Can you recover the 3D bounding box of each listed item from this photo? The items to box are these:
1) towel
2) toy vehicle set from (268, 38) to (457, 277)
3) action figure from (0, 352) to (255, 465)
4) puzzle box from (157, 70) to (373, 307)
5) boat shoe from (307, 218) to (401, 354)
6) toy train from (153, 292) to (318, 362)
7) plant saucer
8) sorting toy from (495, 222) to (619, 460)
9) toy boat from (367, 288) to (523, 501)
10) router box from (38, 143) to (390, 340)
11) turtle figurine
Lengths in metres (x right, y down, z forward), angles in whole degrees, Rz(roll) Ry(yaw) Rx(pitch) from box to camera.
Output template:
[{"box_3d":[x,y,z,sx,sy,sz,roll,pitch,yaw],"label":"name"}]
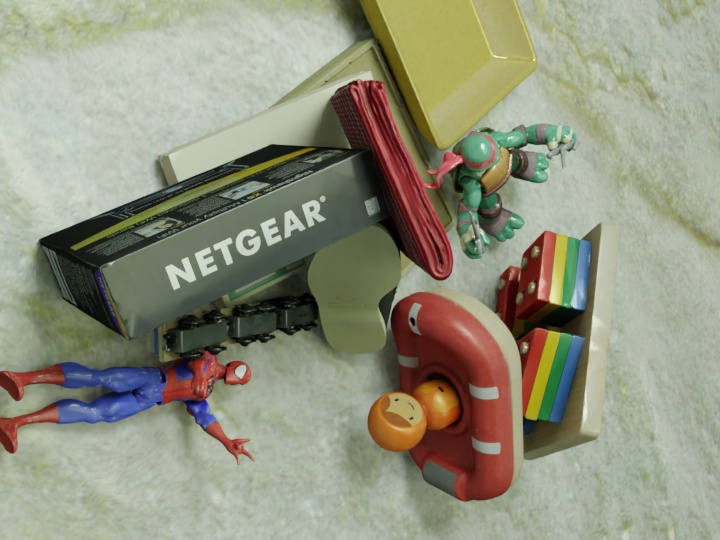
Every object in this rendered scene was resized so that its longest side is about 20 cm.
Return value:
[{"box_3d":[0.020,-0.071,0.728,0.022,0.200,0.145,-24,100,-2],"label":"towel"},{"box_3d":[0.008,-0.093,0.902,0.124,0.026,0.200,-43,117,-34],"label":"toy vehicle set"},{"box_3d":[-0.148,0.100,0.713,0.200,0.099,0.065,-8,122,-44],"label":"action figure"},{"box_3d":[-0.056,-0.071,0.818,0.200,0.025,0.133,-27,110,-27],"label":"puzzle box"},{"box_3d":[-0.003,0.000,0.809,0.202,0.073,0.063,90,5,-61],"label":"boat shoe"},{"box_3d":[-0.096,0.041,0.765,0.200,0.046,0.034,-10,101,-63],"label":"toy train"},{"box_3d":[0.075,-0.242,0.941,0.200,0.048,0.200,-44,118,-39],"label":"plant saucer"},{"box_3d":[0.175,0.072,0.963,0.069,0.200,0.199,12,72,-5],"label":"sorting toy"},{"box_3d":[0.063,0.119,0.875,0.131,0.130,0.201,-19,112,-35],"label":"toy boat"},{"box_3d":[-0.104,-0.029,0.685,0.200,0.157,0.052,-26,110,-24],"label":"router box"},{"box_3d":[0.131,-0.090,0.922,0.150,0.101,0.200,-46,166,7],"label":"turtle figurine"}]
